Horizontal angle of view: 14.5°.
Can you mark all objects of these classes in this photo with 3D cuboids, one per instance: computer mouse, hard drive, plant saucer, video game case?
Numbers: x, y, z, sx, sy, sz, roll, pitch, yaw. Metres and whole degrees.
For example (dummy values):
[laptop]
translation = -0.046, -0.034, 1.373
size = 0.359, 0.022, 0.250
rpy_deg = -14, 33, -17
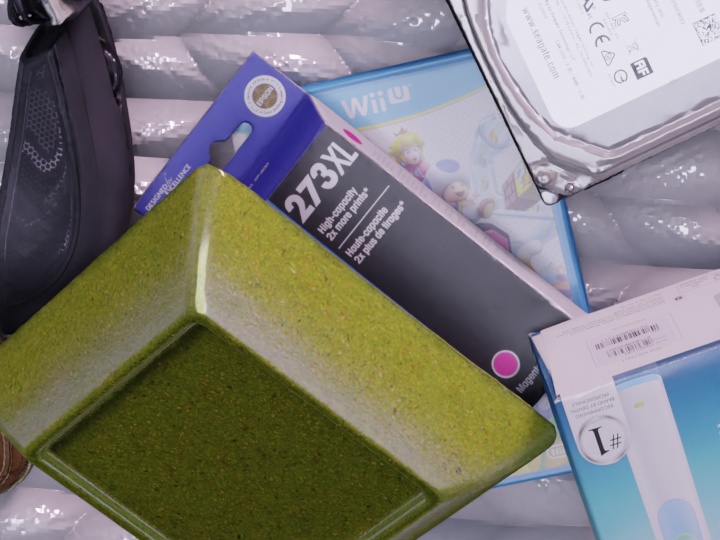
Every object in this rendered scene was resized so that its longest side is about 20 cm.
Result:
[computer mouse]
translation = -0.125, -0.061, 1.254
size = 0.053, 0.139, 0.200
rpy_deg = 11, 112, 4
[hard drive]
translation = 0.141, -0.132, 1.237
size = 0.200, 0.038, 0.140
rpy_deg = -25, 97, 4
[plant saucer]
translation = -0.051, 0.074, 1.237
size = 0.200, 0.048, 0.200
rpy_deg = 38, 133, -15
[video game case]
translation = 0.029, 0.006, 1.295
size = 0.143, 0.018, 0.200
rpy_deg = -12, 99, 9

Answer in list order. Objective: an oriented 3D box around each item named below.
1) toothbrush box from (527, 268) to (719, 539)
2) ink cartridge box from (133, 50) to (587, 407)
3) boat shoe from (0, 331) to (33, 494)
[toothbrush box]
translation = 0.175, 0.105, 1.239
size = 0.146, 0.085, 0.200
rpy_deg = -18, 111, 2
[ink cartridge box]
translation = 0.000, 0.000, 1.272
size = 0.200, 0.037, 0.095
rpy_deg = 39, 102, 0
[boat shoe]
translation = -0.217, 0.022, 1.301
size = 0.072, 0.068, 0.200
rpy_deg = -28, 98, 9
